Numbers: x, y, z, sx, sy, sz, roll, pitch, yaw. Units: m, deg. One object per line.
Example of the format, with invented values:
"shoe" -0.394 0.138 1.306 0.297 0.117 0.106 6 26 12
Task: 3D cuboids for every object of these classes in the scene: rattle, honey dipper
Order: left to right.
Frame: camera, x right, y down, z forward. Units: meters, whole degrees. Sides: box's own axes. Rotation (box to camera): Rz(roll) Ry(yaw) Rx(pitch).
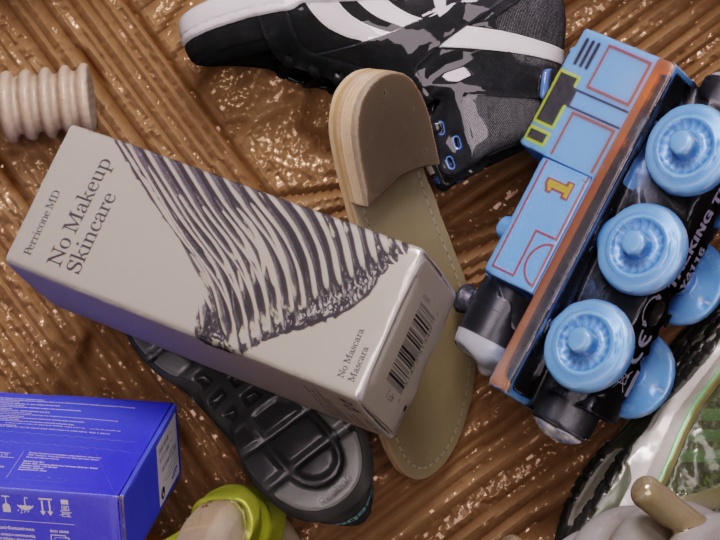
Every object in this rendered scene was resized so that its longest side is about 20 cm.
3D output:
"honey dipper" -0.237 -0.077 1.153 0.199 0.038 0.038 -7 84 0
"rattle" -0.082 0.213 1.113 0.142 0.130 0.201 -15 111 7

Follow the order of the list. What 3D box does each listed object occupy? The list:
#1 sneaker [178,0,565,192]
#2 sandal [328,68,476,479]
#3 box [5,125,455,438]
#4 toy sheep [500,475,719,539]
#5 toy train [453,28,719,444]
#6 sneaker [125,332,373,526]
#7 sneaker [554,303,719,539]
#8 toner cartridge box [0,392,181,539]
"sneaker" 0.011 -0.093 1.143 0.199 0.073 0.112 -7 85 -2
"sandal" 0.004 -0.002 1.138 0.077 0.069 0.213 -26 117 -40
"box" -0.062 0.004 1.069 0.199 0.068 0.082 19 77 22
"toy sheep" 0.134 0.171 1.048 0.138 0.200 0.138 17 61 -34
"toy train" 0.121 -0.016 1.109 0.114 0.087 0.201 27 88 33
"sneaker" -0.058 0.052 1.130 0.075 0.079 0.200 -35 66 3
"sneaker" 0.182 0.089 1.137 0.088 0.077 0.200 36 91 -7
"toner cartridge box" -0.195 0.097 1.084 0.199 0.095 0.043 3 114 12
